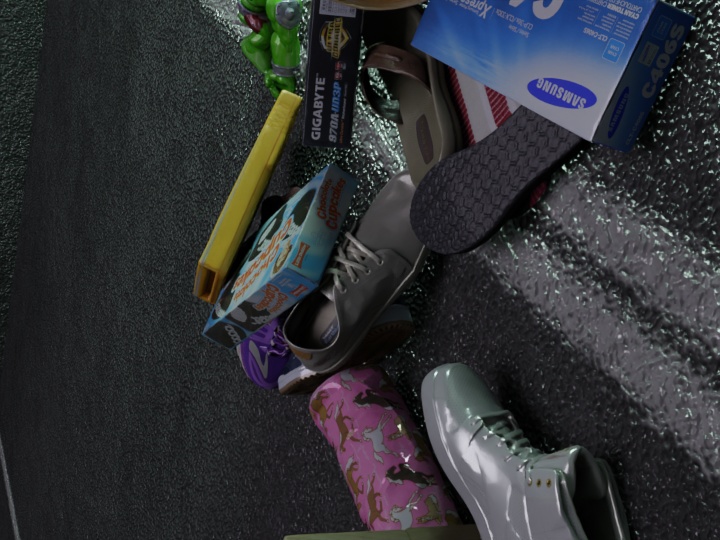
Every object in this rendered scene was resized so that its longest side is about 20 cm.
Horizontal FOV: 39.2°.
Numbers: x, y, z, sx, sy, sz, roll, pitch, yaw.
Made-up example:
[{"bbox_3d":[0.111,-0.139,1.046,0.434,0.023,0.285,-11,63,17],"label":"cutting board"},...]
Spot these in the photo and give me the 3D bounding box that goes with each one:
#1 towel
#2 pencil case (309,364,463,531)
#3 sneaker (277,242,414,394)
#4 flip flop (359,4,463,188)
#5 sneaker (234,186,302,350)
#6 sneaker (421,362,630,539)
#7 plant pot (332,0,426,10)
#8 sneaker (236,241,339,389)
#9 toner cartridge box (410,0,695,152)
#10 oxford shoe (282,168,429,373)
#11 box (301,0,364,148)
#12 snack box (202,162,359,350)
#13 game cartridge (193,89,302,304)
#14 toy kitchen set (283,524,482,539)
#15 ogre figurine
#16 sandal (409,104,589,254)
[{"bbox_3d":[0.100,-0.173,0.814,0.200,0.023,0.145,-45,51,54],"label":"towel"},{"bbox_3d":[0.021,0.174,0.872,0.083,0.086,0.200,75,172,-47],"label":"pencil case"},{"bbox_3d":[-0.025,0.044,0.976,0.200,0.070,0.109,-39,59,47],"label":"sneaker"},{"bbox_3d":[0.032,-0.155,0.858,0.081,0.057,0.201,-52,44,51],"label":"flip flop"},{"bbox_3d":[-0.095,-0.007,1.133,0.200,0.075,0.116,-58,32,31],"label":"sneaker"},{"bbox_3d":[0.119,0.132,0.705,0.116,0.073,0.201,-53,53,45],"label":"sneaker"},{"bbox_3d":[0.019,-0.303,0.787,0.027,0.199,0.201,-29,-54,-78],"label":"plant pot"},{"bbox_3d":[-0.078,0.053,1.050,0.084,0.080,0.200,-95,24,-52],"label":"sneaker"},{"bbox_3d":[0.123,-0.164,0.696,0.200,0.043,0.095,40,115,46],"label":"toner cartridge box"},{"bbox_3d":[0.000,0.000,0.869,0.075,0.058,0.200,38,97,36],"label":"oxford shoe"},{"bbox_3d":[-0.026,-0.217,0.938,0.200,0.046,0.160,-95,10,-66],"label":"box"},{"bbox_3d":[-0.078,-0.008,0.941,0.200,0.037,0.116,-35,29,54],"label":"snack box"},{"bbox_3d":[-0.120,-0.072,1.066,0.201,0.032,0.176,-65,5,-15],"label":"game cartridge"},{"bbox_3d":[0.041,0.311,0.710,0.200,0.180,0.164,-126,45,-56],"label":"toy kitchen set"},{"bbox_3d":[-0.105,-0.304,1.137,0.120,0.098,0.201,119,155,-60],"label":"ogre figurine"},{"bbox_3d":[0.114,-0.075,0.761,0.200,0.045,0.075,-39,65,37],"label":"sandal"}]
